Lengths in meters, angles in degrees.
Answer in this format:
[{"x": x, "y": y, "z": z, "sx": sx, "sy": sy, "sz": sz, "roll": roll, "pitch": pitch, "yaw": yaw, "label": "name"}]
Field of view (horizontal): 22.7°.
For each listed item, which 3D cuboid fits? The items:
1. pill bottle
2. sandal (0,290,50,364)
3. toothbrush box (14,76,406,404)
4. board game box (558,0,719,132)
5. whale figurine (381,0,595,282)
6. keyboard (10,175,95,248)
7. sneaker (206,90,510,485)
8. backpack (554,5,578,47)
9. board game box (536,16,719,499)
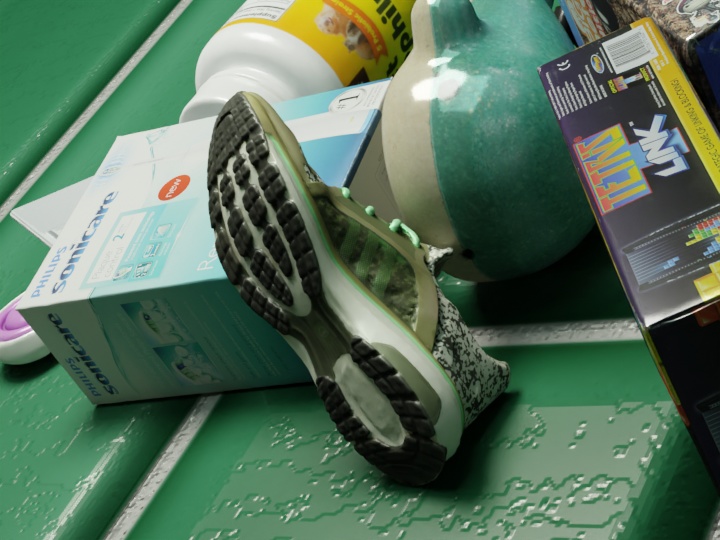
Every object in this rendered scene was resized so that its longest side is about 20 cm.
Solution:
[{"x": -0.029, "y": -0.132, "z": 1.116, "sx": 0.109, "sy": 0.110, "sz": 0.200, "roll": -3, "pitch": 37, "yaw": 39, "label": "pill bottle"}, {"x": -0.155, "y": -0.019, "z": 1.116, "sx": 0.082, "sy": 0.050, "sz": 0.203, "roll": 9, "pitch": 45, "yaw": 45, "label": "sandal"}, {"x": -0.067, "y": -0.013, "z": 0.987, "sx": 0.199, "sy": 0.086, "sz": 0.147, "roll": -8, "pitch": 41, "yaw": 34, "label": "toothbrush box"}, {"x": 0.177, "y": -0.095, "z": 0.830, "sx": 0.096, "sy": 0.160, "sz": 0.200, "roll": -29, "pitch": 28, "yaw": -1, "label": "board game box"}, {"x": 0.081, "y": -0.092, "z": 0.918, "sx": 0.103, "sy": 0.159, "sz": 0.201, "roll": -6, "pitch": 53, "yaw": 27, "label": "whale figurine"}, {"x": -0.121, "y": -0.062, "z": 1.129, "sx": 0.199, "sy": 0.011, "sz": 0.056, "roll": -26, "pitch": 35, "yaw": -30, "label": "keyboard"}, {"x": 0.000, "y": 0.000, "z": 0.847, "sx": 0.088, "sy": 0.201, "sz": 0.077, "roll": -28, "pitch": -7, "yaw": -40, "label": "sneaker"}, {"x": 0.208, "y": -0.214, "z": 1.003, "sx": 0.183, "sy": 0.147, "sz": 0.199, "roll": -43, "pitch": 35, "yaw": -19, "label": "backpack"}, {"x": 0.136, "y": 0.020, "z": 0.681, "sx": 0.056, "sy": 0.166, "sz": 0.200, "roll": -23, "pitch": 30, "yaw": 8, "label": "board game box"}]
